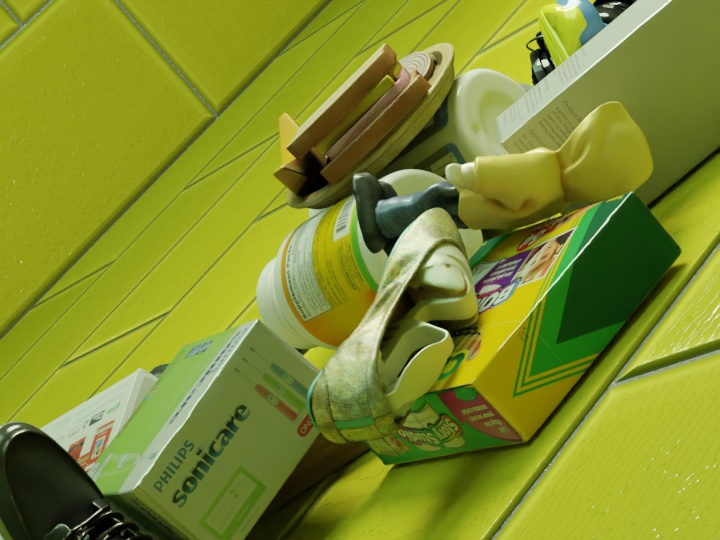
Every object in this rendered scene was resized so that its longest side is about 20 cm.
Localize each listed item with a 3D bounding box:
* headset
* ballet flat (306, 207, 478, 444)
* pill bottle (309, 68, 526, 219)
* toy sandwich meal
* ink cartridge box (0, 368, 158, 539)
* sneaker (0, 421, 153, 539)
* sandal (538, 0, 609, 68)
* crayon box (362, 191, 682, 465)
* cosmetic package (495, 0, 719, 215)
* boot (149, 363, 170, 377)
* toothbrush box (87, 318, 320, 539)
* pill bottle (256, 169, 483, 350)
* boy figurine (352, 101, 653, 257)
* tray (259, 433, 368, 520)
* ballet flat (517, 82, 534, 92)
[{"bbox_3d":[0.203,-0.173,2.023,0.123,0.094,0.200,-39,26,-9],"label":"headset"},{"bbox_3d":[0.036,0.034,1.488,0.071,0.071,0.200,-30,19,46],"label":"ballet flat"},{"bbox_3d":[0.055,-0.074,1.977,0.200,0.114,0.114,-32,15,40],"label":"pill bottle"},{"bbox_3d":[-0.006,-0.128,1.923,0.205,0.070,0.205,-41,15,13],"label":"toy sandwich meal"},{"bbox_3d":[-0.218,0.198,1.909,0.200,0.084,0.176,-29,36,49],"label":"ink cartridge box"},{"bbox_3d":[-0.166,0.177,1.564,0.075,0.201,0.106,-37,6,-37],"label":"sneaker"},{"bbox_3d":[0.190,-0.159,1.791,0.087,0.080,0.200,-24,-20,8],"label":"sandal"},{"bbox_3d":[0.092,0.041,1.545,0.173,0.058,0.200,-47,12,-24],"label":"crayon box"},{"bbox_3d":[0.203,-0.122,1.667,0.200,0.108,0.085,-39,12,10],"label":"cosmetic package"},{"bbox_3d":[-0.176,0.146,2.073,0.132,0.070,0.200,-54,11,-27],"label":"boot"},{"bbox_3d":[-0.109,0.124,1.656,0.146,0.086,0.200,-54,10,-18],"label":"toothbrush box"},{"bbox_3d":[0.000,0.000,1.892,0.111,0.111,0.200,-49,13,-33],"label":"pill bottle"},{"bbox_3d":[0.095,-0.059,1.594,0.199,0.065,0.124,-17,-13,21],"label":"boy figurine"},{"bbox_3d":[-0.031,0.118,1.744,0.200,0.037,0.099,-36,12,31],"label":"tray"},{"bbox_3d":[0.083,-0.084,2.063,0.200,0.067,0.064,-40,38,22],"label":"ballet flat"}]
